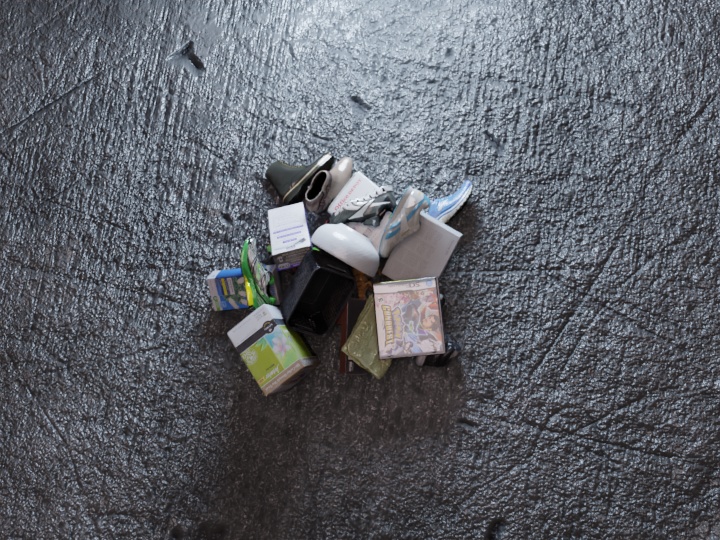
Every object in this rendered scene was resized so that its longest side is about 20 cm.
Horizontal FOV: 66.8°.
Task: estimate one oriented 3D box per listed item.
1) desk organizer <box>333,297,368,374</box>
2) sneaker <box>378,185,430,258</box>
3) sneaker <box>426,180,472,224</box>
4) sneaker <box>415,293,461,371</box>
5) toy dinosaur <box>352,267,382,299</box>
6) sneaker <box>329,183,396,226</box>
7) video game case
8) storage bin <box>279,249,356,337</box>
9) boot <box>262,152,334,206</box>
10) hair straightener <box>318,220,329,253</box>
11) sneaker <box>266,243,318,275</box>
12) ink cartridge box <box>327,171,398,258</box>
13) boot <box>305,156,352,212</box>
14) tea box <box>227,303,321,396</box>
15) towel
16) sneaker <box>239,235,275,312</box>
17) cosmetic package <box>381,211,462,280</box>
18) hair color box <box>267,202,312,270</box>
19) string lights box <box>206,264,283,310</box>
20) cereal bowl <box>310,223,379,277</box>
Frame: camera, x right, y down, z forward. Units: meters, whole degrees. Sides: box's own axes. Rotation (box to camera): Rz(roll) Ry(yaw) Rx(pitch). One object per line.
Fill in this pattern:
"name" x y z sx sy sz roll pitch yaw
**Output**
"desk organizer" -0.031 0.181 1.503 0.071 0.076 0.205 7 81 -36
"sneaker" 0.111 -0.115 1.429 0.080 0.077 0.202 28 111 1
"sneaker" 0.232 -0.183 1.523 0.200 0.079 0.089 -43 81 1
"sneaker" 0.224 0.171 1.483 0.112 0.076 0.204 16 85 3
"toy dinosaur" 0.000 0.000 1.543 0.104 0.060 0.204 -19 80 7
"sneaker" 0.013 -0.153 1.469 0.197 0.067 0.092 -26 77 1
"video game case" 0.127 0.125 1.442 0.177 0.026 0.205 -6 81 3
"storage bin" -0.116 0.063 1.468 0.133 0.094 0.202 19 114 -31
"boot" -0.185 -0.303 1.606 0.200 0.077 0.139 -43 74 0
"hair straightener" -0.095 -0.039 1.562 0.076 0.041 0.204 18 86 30
"sneaker" -0.178 -0.027 1.563 0.197 0.077 0.085 19 125 27
"ink cartridge box" 0.026 -0.157 1.546 0.199 0.088 0.146 40 89 9
"boot" -0.089 -0.252 1.544 0.069 0.146 0.203 25 86 13
"tea box" -0.227 0.214 1.477 0.133 0.200 0.198 -37 78 2
"towel" 0.048 0.173 1.474 0.147 0.036 0.202 37 66 -15
"sneaker" -0.276 0.006 1.484 0.083 0.078 0.204 -11 91 0
"cosmetic package" 0.167 -0.045 1.493 0.149 0.052 0.203 31 111 13
"hair color box" -0.195 -0.098 1.525 0.107 0.066 0.202 -13 42 -2
"string lights box" -0.329 0.049 1.567 0.195 0.059 0.105 -6 111 8
"cereal bowl" -0.030 -0.065 1.439 0.198 0.200 0.084 31 93 11
